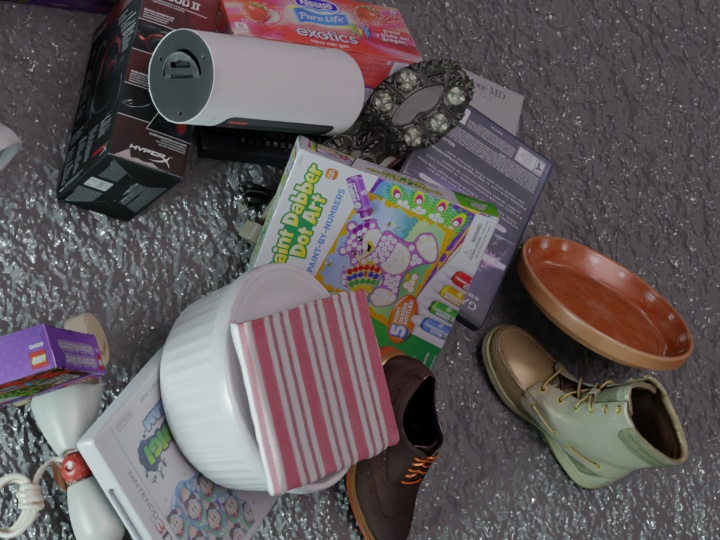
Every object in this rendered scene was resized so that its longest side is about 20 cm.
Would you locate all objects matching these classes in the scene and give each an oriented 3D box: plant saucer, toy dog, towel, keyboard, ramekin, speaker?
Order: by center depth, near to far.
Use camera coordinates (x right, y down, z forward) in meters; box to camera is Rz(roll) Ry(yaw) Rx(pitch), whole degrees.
[{"bbox_3d":[-0.038,0.100,1.399,0.200,0.030,0.147,-14,91,-57],"label":"towel"},{"bbox_3d":[-0.242,0.139,1.418,0.132,0.096,0.200,-1,80,17],"label":"toy dog"},{"bbox_3d":[-0.089,0.100,1.433,0.202,0.094,0.203,30,52,-48],"label":"ramekin"},{"bbox_3d":[-0.088,-0.162,1.435,0.200,0.081,0.081,-1,75,-51],"label":"speaker"},{"bbox_3d":[-0.065,-0.116,1.618,0.200,0.021,0.127,4,74,-25],"label":"keyboard"},{"bbox_3d":[0.243,0.036,1.665,0.200,0.032,0.200,25,25,-13],"label":"plant saucer"}]

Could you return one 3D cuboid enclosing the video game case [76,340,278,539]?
[{"bbox_3d":[-0.146,0.165,1.426,0.182,0.024,0.200,62,34,-18],"label":"video game case"}]

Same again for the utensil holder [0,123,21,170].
[{"bbox_3d":[-0.411,-0.126,1.362,0.200,0.170,0.170,49,61,-5],"label":"utensil holder"}]

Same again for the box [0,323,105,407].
[{"bbox_3d":[-0.318,0.093,1.314,0.200,0.137,0.039,-18,83,6],"label":"box"}]

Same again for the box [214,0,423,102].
[{"bbox_3d":[-0.055,-0.201,1.584,0.200,0.103,0.095,5,41,-25],"label":"box"}]

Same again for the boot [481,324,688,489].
[{"bbox_3d":[0.220,0.122,1.616,0.072,0.155,0.200,-41,96,-29],"label":"boot"}]

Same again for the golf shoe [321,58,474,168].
[{"bbox_3d":[0.017,-0.132,1.569,0.200,0.088,0.077,-38,99,-7],"label":"golf shoe"}]

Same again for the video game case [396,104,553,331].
[{"bbox_3d":[0.095,-0.061,1.602,0.143,0.019,0.200,33,66,-15],"label":"video game case"}]

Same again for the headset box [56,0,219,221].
[{"bbox_3d":[-0.200,-0.163,1.489,0.075,0.149,0.200,18,68,-23],"label":"headset box"}]

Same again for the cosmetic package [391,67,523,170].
[{"bbox_3d":[0.090,-0.098,1.661,0.101,0.071,0.200,21,67,-20],"label":"cosmetic package"}]

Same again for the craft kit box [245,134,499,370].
[{"bbox_3d":[0.000,0.000,1.520,0.197,0.049,0.200,19,110,-9],"label":"craft kit box"}]

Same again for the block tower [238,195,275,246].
[{"bbox_3d":[-0.017,0.000,1.581,0.200,0.054,0.058,33,85,-15],"label":"block tower"}]

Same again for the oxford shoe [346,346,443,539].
[{"bbox_3d":[0.035,0.174,1.518,0.071,0.072,0.200,-18,117,-39],"label":"oxford shoe"}]

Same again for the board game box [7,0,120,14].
[{"bbox_3d":[-0.259,-0.271,1.506,0.200,0.120,0.032,4,72,-27],"label":"board game box"}]
